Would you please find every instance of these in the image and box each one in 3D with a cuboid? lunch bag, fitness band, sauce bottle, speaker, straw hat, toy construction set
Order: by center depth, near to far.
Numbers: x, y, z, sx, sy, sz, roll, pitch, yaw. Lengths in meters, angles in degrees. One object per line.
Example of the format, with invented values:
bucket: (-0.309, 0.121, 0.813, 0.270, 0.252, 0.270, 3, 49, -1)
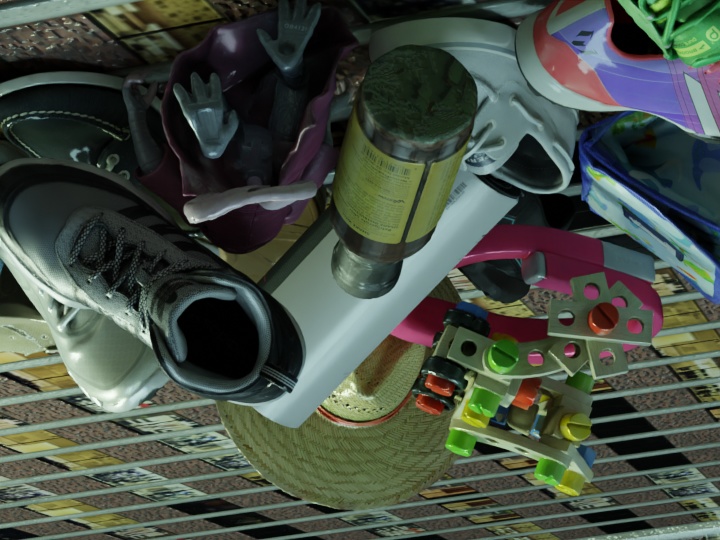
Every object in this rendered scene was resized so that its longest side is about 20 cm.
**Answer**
sauce bottle: (0.016, -0.045, 1.354, 0.065, 0.065, 0.200, -2, 153, -12)
speaker: (0.000, 0.000, 1.498, 0.200, 0.081, 0.081, -46, 151, 16)
lunch bag: (0.231, -0.050, 1.521, 0.200, 0.128, 0.170, 8, 172, 8)
toy construction set: (0.104, 0.070, 1.553, 0.131, 0.092, 0.200, 23, 151, 1)
fitness band: (0.101, 0.019, 1.595, 0.200, 0.038, 0.144, 16, 151, -39)
straw hat: (0.002, 0.050, 1.661, 0.201, 0.201, 0.085, -1, 161, -17)

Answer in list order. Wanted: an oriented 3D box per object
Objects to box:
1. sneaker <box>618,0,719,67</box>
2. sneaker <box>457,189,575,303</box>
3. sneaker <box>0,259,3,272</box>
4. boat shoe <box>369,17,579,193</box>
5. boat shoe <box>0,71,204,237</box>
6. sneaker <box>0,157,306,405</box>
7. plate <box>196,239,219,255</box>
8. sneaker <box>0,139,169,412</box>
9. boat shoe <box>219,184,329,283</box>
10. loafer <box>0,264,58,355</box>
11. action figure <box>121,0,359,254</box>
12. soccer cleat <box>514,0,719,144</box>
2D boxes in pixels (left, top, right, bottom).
sneaker: (0.153, -0.141, 1.185, 0.200, 0.084, 0.074, 4, 163, -33)
sneaker: (0.063, -0.045, 1.604, 0.079, 0.075, 0.200, -43, 145, 17)
sneaker: (-0.270, 0.002, 1.573, 0.078, 0.090, 0.200, 0, 165, -22)
boat shoe: (0.066, -0.087, 1.396, 0.072, 0.069, 0.200, -11, 164, 20)
boat shoe: (-0.136, -0.064, 1.425, 0.075, 0.060, 0.200, -13, 164, 30)
sneaker: (-0.112, 0.004, 1.331, 0.200, 0.076, 0.114, 34, 178, -6)
plate: (-0.172, 0.021, 1.809, 0.200, 0.032, 0.199, -12, 165, 25)
sneaker: (-0.169, 0.001, 1.443, 0.075, 0.200, 0.081, -42, 141, 9)
boat shoe: (-0.058, -0.040, 1.576, 0.073, 0.063, 0.200, 11, 161, -4)
loafer: (-0.206, 0.018, 1.694, 0.200, 0.076, 0.068, 2, 157, 10)
action figure: (-0.050, -0.055, 1.347, 0.134, 0.149, 0.200, -9, 153, -12)
soccer cleat: (0.179, -0.114, 1.350, 0.200, 0.068, 0.073, 7, 157, -33)
